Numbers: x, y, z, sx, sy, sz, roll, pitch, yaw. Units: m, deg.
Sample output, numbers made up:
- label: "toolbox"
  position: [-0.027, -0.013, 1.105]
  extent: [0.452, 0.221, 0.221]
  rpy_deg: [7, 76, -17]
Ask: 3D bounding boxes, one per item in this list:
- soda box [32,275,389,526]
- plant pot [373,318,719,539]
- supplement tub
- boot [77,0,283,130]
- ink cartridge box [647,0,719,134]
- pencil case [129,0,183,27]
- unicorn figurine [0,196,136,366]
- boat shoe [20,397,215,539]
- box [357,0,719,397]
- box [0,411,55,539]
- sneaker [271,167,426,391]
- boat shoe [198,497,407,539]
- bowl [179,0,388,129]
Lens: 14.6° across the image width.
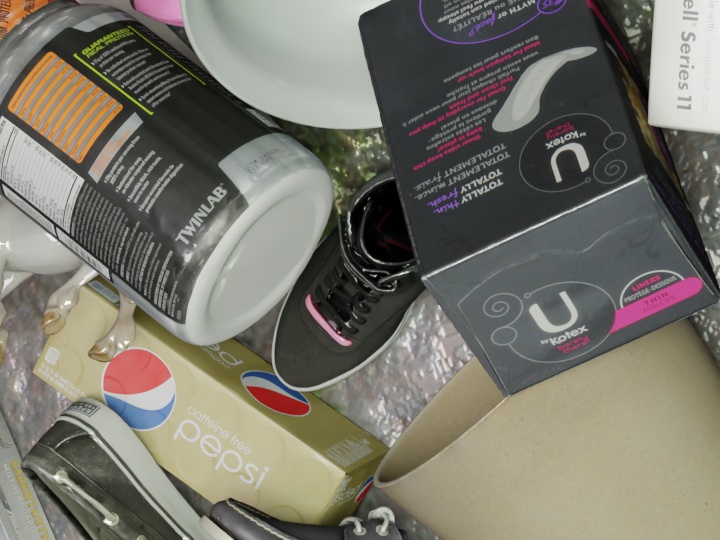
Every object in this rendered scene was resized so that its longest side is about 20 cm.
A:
- label: "soda box"
  position: [-0.087, 0.082, 1.633]
  extent: [0.200, 0.064, 0.068]
  rpy_deg: [35, 112, 16]
- label: "plant pot"
  position: [0.141, 0.121, 1.485]
  extent: [0.187, 0.187, 0.200]
  rpy_deg: [-40, 96, 25]
- label: "supplement tub"
  position: [-0.123, -0.061, 1.511]
  extent: [0.200, 0.123, 0.123]
  rpy_deg: [38, 113, 21]
- label: "boot"
  position: [-0.109, -0.068, 1.621]
  extent: [0.200, 0.073, 0.090]
  rpy_deg: [48, 128, 13]
- label: "ink cartridge box"
  position: [0.193, -0.131, 1.387]
  extent: [0.067, 0.200, 0.117]
  rpy_deg: [7, 102, 23]
- label: "pencil case"
  position: [-0.081, -0.235, 1.562]
  extent: [0.091, 0.094, 0.200]
  rpy_deg: [-148, 59, -65]
- label: "unicorn figurine"
  position: [-0.188, -0.017, 1.612]
  extent: [0.200, 0.074, 0.137]
  rpy_deg: [4, 66, 16]
- label: "boat shoe"
  position: [-0.122, 0.168, 1.632]
  extent: [0.200, 0.064, 0.071]
  rpy_deg: [51, 150, -15]
- label: "box"
  position: [0.086, -0.057, 1.401]
  extent: [0.122, 0.200, 0.106]
  rpy_deg: [-25, 133, 12]
- label: "box"
  position: [-0.264, 0.188, 1.742]
  extent: [0.158, 0.048, 0.200]
  rpy_deg: [-24, 89, 26]
- label: "sneaker"
  position: [0.000, 0.000, 1.558]
  extent: [0.071, 0.099, 0.200]
  rpy_deg: [47, 116, 9]
- label: "boat shoe"
  position: [0.004, 0.159, 1.563]
  extent: [0.200, 0.073, 0.063]
  rpy_deg: [26, 93, -23]
- label: "bowl"
  position: [0.001, -0.177, 1.469]
  extent: [0.201, 0.201, 0.090]
  rpy_deg: [-40, 39, 25]
